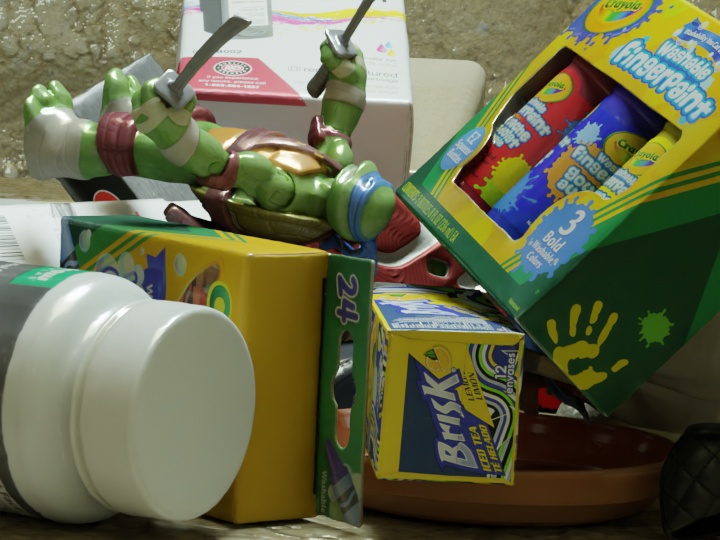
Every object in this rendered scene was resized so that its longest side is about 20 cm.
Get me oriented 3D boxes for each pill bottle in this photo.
[{"bbox_3d":[-0.154,0.053,1.300,0.199,0.114,0.113,6,6,32],"label":"pill bottle"}]

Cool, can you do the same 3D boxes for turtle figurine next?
[{"bbox_3d":[-0.068,-0.093,1.451,0.193,0.200,0.144,7,45,32],"label":"turtle figurine"}]

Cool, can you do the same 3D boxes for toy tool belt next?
[{"bbox_3d":[0.109,0.013,1.478,0.122,0.125,0.200,1,19,-15],"label":"toy tool belt"}]

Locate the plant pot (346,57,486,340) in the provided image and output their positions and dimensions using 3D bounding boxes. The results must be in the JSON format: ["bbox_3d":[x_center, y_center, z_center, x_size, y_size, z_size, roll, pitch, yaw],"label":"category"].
[{"bbox_3d":[-0.020,-0.026,1.896,0.199,0.201,0.177,3,17,0],"label":"plant pot"}]

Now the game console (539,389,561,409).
[{"bbox_3d":[0.150,0.064,1.818,0.176,0.031,0.200,5,5,17],"label":"game console"}]

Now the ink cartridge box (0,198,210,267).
[{"bbox_3d":[-0.143,0.026,1.513,0.199,0.068,0.116,-3,49,-32],"label":"ink cartridge box"}]

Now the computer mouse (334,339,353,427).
[{"bbox_3d":[-0.005,0.057,1.578,0.199,0.046,0.140,-14,4,-37],"label":"computer mouse"}]

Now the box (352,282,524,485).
[{"bbox_3d":[0.034,0.050,1.346,0.064,0.070,0.200,4,5,-3],"label":"box"}]

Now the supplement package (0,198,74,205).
[{"bbox_3d":[-0.139,0.016,1.716,0.199,0.110,0.114,1,5,-23],"label":"supplement package"}]

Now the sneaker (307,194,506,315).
[{"bbox_3d":[0.000,0.000,1.588,0.199,0.079,0.115,22,-18,-18],"label":"sneaker"}]

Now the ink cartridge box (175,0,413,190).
[{"bbox_3d":[-0.043,-0.119,1.796,0.147,0.086,0.200,2,32,-3],"label":"ink cartridge box"}]

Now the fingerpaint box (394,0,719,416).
[{"bbox_3d":[0.121,-0.044,1.353,0.073,0.167,0.200,46,2,-24],"label":"fingerpaint box"}]

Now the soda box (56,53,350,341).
[{"bbox_3d":[-0.093,-0.020,1.630,0.071,0.200,0.063,-34,-7,-32],"label":"soda box"}]

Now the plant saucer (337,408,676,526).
[{"bbox_3d":[0.059,0.097,1.412,0.199,0.032,0.200,3,5,0],"label":"plant saucer"}]

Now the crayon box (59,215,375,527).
[{"bbox_3d":[-0.075,0.045,1.361,0.051,0.126,0.200,-1,7,-38],"label":"crayon box"}]

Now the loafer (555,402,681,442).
[{"bbox_3d":[0.203,0.075,1.561,0.199,0.069,0.076,-14,18,-14],"label":"loafer"}]

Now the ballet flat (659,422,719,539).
[{"bbox_3d":[0.236,0.115,1.318,0.199,0.057,0.067,10,-21,12],"label":"ballet flat"}]
